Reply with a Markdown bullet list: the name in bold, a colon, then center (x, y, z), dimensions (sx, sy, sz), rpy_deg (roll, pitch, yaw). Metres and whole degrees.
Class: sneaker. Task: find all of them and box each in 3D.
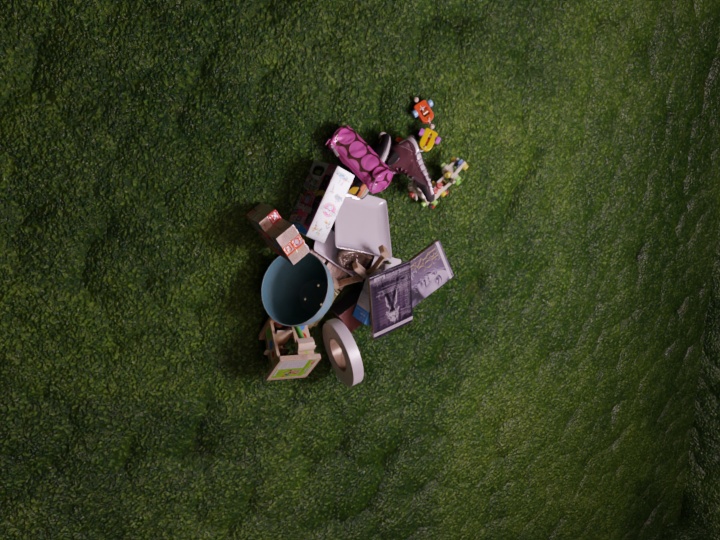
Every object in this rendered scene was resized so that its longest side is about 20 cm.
- **sneaker**: center (0.016, -0.312, 1.601), dimensions (0.089, 0.070, 0.202), rpy_deg (25, 95, -14)
- **sneaker**: center (-0.007, -0.047, 1.651), dimensions (0.198, 0.076, 0.071), rpy_deg (6, 127, -46)
- **sneaker**: center (0.138, -0.280, 1.620), dimensions (0.114, 0.076, 0.203), rpy_deg (-21, 91, 5)

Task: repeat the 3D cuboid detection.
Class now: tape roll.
- **tape roll**: center (-0.054, 0.243, 1.651), dimensions (0.037, 0.202, 0.206), rpy_deg (-20, 113, -22)

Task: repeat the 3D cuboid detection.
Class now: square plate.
- **square plate**: center (0.000, -0.136, 1.620), dimensions (0.196, 0.028, 0.203), rpy_deg (12, 62, -33)

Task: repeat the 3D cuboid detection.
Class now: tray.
- **tray**: center (-0.064, -0.050, 1.640), dimensions (0.199, 0.022, 0.109), rpy_deg (35, 44, -33)

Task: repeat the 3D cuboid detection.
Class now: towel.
- **towel**: center (-0.170, 0.072, 1.620), dimensions (0.199, 0.036, 0.149), rpy_deg (34, 95, -31)

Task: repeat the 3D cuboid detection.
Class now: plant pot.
- **plant pot**: center (-0.151, 0.059, 1.510), dimensions (0.202, 0.199, 0.135), rpy_deg (-60, 155, -1)

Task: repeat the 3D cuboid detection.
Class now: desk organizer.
- **desk organizer**: center (0.010, 0.097, 1.722), dimensions (0.199, 0.072, 0.078), rpy_deg (-37, 121, -15)

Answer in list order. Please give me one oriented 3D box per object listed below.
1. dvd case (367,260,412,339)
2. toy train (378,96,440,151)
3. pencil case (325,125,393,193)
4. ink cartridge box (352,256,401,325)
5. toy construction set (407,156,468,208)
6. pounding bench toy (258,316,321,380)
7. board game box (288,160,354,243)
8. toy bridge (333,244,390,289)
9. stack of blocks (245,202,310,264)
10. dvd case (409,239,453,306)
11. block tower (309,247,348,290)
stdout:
- **dvd case**: center (0.088, 0.087, 1.618), dimensions (0.147, 0.016, 0.203), rpy_deg (-21, 120, -29)
- **toy train**: center (0.154, -0.412, 1.670), dimensions (0.199, 0.056, 0.151), rpy_deg (-38, 93, -3)
- **pencil case**: center (-0.004, -0.302, 1.532), dimensions (0.093, 0.200, 0.091), rpy_deg (-30, 161, -50)
- **ink cartridge box**: center (0.068, 0.062, 1.657), dimensions (0.115, 0.068, 0.203), rpy_deg (12, 102, -40)
- **toy construction set**: center (0.237, -0.262, 1.716), dimensions (0.198, 0.131, 0.093), rpy_deg (-30, 80, -9)
- **pounding bench toy**: center (-0.189, 0.186, 1.543), dimensions (0.122, 0.158, 0.200), rpy_deg (1, 146, -30)
- **board game box**: center (-0.113, -0.190, 1.522), dimensions (0.064, 0.147, 0.203), rpy_deg (22, 92, -33)
- **toy bridge**: center (0.000, 0.000, 1.602), dimensions (0.198, 0.027, 0.067), rpy_deg (-33, 142, 16)
- **stack of blocks**: center (-0.219, -0.100, 1.456), dimensions (0.058, 0.199, 0.116), rpy_deg (-40, 121, -13)
- **dvd case**: center (0.211, 0.013, 1.844), dimensions (0.199, 0.016, 0.150), rpy_deg (-36, 118, -17)
- **block tower**: center (-0.123, -0.018, 1.621), dimensions (0.199, 0.054, 0.058), rpy_deg (37, 86, -33)
